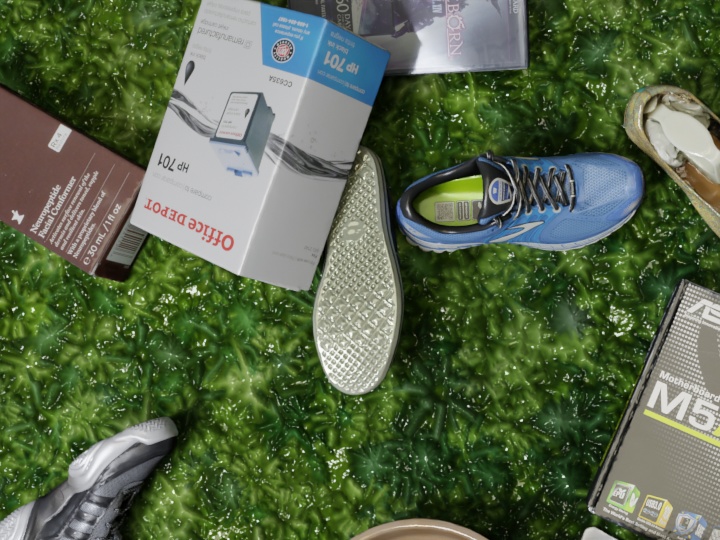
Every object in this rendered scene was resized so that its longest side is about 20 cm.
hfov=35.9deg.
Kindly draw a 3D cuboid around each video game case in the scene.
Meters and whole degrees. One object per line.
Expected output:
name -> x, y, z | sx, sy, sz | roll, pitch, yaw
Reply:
video game case -> 0.036, -0.232, 0.908 | 0.199, 0.019, 0.144 | 0, 104, 16

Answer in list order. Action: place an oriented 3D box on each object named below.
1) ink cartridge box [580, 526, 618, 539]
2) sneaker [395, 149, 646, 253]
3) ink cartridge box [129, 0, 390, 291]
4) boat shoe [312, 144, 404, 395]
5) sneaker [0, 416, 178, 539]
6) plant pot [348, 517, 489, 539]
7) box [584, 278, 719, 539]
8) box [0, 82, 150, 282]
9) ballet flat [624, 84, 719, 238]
ink cartridge box -> 0.237, 0.289, 0.826 | 0.199, 0.068, 0.116 | 26, 89, 12
sneaker -> 0.123, -0.053, 0.869 | 0.199, 0.089, 0.079 | -9, 84, 9
ink cartridge box -> -0.082, -0.103, 0.880 | 0.146, 0.086, 0.201 | 22, 94, 39
boat shoe -> 0.000, 0.000, 0.899 | 0.074, 0.062, 0.201 | -5, 79, 11
sneaker -> -0.208, 0.213, 0.915 | 0.200, 0.075, 0.114 | -38, 80, 11
plant pot -> 0.050, 0.295, 0.835 | 0.200, 0.093, 0.202 | -6, 65, 14
box -> 0.298, 0.133, 0.841 | 0.199, 0.048, 0.194 | 24, 91, 11
box -> -0.271, -0.083, 0.954 | 0.199, 0.075, 0.100 | 29, 90, 13
ballet flat -> 0.283, -0.070, 0.854 | 0.071, 0.071, 0.200 | -45, 79, 3
